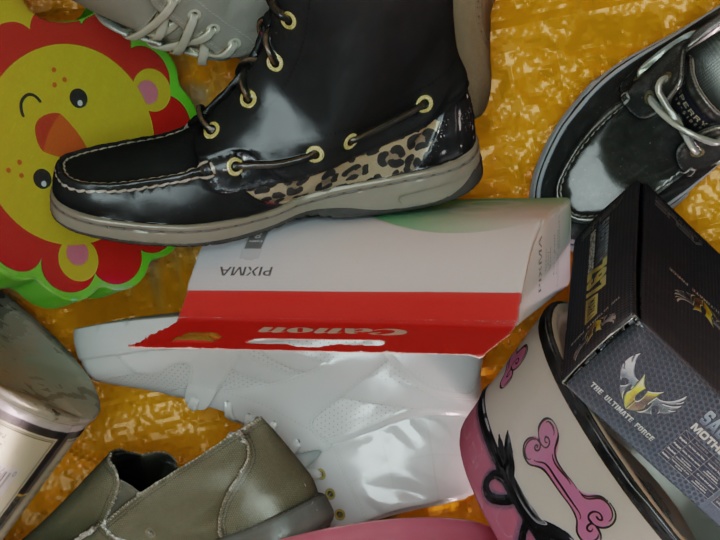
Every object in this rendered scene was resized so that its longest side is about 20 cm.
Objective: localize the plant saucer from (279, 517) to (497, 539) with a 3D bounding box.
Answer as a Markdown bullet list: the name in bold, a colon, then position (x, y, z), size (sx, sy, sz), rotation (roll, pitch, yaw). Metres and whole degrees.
- **plant saucer**: position (-0.003, 0.160, 1.223), size (0.199, 0.201, 0.051), rotation (-11, 69, 3)

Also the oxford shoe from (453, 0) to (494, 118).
- **oxford shoe**: position (0.064, -0.167, 1.259), size (0.074, 0.070, 0.202), rotation (2, 95, -4)

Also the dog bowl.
- **dog bowl**: position (0.124, 0.114, 1.211), size (0.074, 0.200, 0.200), rotation (-39, 91, 15)

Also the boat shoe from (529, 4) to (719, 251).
- **boat shoe**: position (0.159, -0.085, 1.255), size (0.200, 0.071, 0.072), rotation (-43, 92, 7)

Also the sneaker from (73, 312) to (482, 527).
- **sneaker**: position (-0.039, 0.074, 1.272), size (0.198, 0.074, 0.117), rotation (-1, 93, 4)

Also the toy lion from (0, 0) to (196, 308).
- **toy lion**: position (-0.154, -0.092, 1.250), size (0.191, 0.069, 0.201), rotation (26, 68, -27)

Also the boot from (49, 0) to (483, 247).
- **boot**: position (-0.045, -0.097, 1.189), size (0.202, 0.074, 0.155), rotation (-8, 120, -10)

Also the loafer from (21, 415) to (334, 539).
- **loafer**: position (-0.107, 0.118, 1.260), size (0.199, 0.075, 0.070), rotation (-19, 89, 22)

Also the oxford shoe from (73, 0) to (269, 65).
- **oxford shoe**: position (-0.081, -0.127, 1.226), size (0.199, 0.075, 0.058), rotation (8, 75, -33)

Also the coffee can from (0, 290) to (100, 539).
- **coffee can**: position (-0.236, 0.101, 1.235), size (0.146, 0.146, 0.200), rotation (37, 99, 0)

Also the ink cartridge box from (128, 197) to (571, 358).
- **ink cartridge box**: position (0.000, 0.000, 1.188), size (0.160, 0.200, 0.051), rotation (0, 96, 15)

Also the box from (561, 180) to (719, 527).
- **box**: position (0.179, 0.066, 1.201), size (0.200, 0.158, 0.051), rotation (42, 113, -11)
